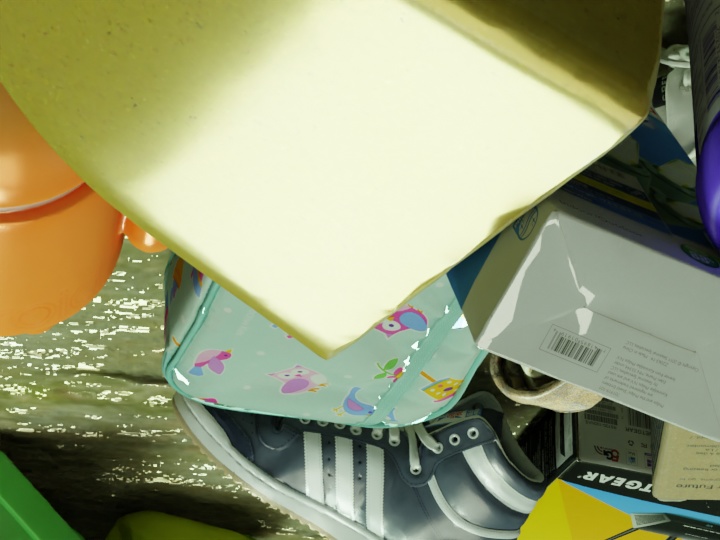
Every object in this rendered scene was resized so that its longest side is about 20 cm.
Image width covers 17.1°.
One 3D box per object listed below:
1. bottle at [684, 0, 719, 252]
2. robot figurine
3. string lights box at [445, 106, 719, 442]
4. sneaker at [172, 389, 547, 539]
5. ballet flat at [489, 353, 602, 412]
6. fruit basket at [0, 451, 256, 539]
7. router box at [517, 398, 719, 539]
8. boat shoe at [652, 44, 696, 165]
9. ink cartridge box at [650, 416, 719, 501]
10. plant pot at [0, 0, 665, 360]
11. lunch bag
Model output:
[{"bbox_3d":[0.146,-0.102,0.845,0.065,0.200,0.084,0,147,1],"label":"bottle"},{"bbox_3d":[-0.152,-0.050,1.016,0.144,0.117,0.200,38,151,15],"label":"robot figurine"},{"bbox_3d":[0.078,-0.023,0.893,0.103,0.200,0.059,22,111,-20],"label":"string lights box"},{"bbox_3d":[0.005,0.090,1.280,0.200,0.070,0.109,35,104,-5],"label":"sneaker"},{"bbox_3d":[0.125,0.002,1.106,0.067,0.068,0.200,3,138,-36],"label":"ballet flat"},{"bbox_3d":[-0.160,0.189,1.407,0.215,0.156,0.216,-39,159,-18],"label":"fruit basket"},{"bbox_3d":[0.180,0.134,1.355,0.200,0.051,0.149,12,148,-17],"label":"router box"},{"bbox_3d":[0.145,-0.067,1.018,0.086,0.075,0.202,44,114,4],"label":"boat shoe"},{"bbox_3d":[0.250,0.049,1.200,0.199,0.075,0.165,0,149,0],"label":"ink cartridge box"},{"bbox_3d":[-0.027,-0.124,0.834,0.200,0.196,0.194,28,140,-22],"label":"plant pot"},{"bbox_3d":[0.000,0.000,1.124,0.160,0.077,0.200,12,146,-16],"label":"lunch bag"}]
